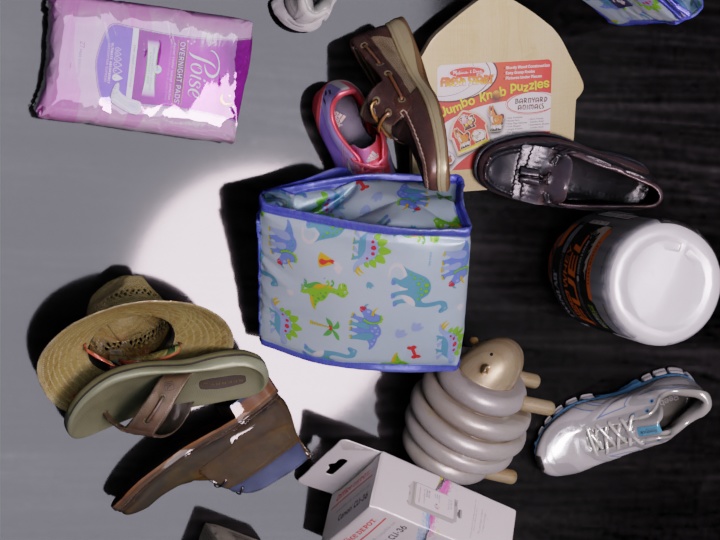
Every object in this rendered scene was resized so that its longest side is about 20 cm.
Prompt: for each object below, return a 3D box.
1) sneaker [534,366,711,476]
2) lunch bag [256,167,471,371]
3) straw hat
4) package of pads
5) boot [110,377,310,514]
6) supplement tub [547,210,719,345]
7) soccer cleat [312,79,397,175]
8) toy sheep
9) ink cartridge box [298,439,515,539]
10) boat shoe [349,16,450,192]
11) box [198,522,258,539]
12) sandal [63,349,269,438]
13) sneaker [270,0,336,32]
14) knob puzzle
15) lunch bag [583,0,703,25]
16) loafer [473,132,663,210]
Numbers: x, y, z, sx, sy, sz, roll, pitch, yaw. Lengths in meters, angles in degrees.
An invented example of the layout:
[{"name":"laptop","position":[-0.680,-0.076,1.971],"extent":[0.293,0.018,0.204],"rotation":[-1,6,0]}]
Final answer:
[{"name":"sneaker","position":[0.276,0.160,1.767],"extent":[0.199,0.087,0.075],"rotation":[-25,102,-10]},{"name":"lunch bag","position":[0.000,0.000,1.631],"extent":[0.199,0.128,0.171],"rotation":[-1,122,-4]},{"name":"straw hat","position":[-0.223,0.055,1.621],"extent":[0.200,0.202,0.085],"rotation":[-6,55,-14]},{"name":"package of pads","position":[-0.207,-0.193,1.617],"extent":[0.199,0.076,0.121],"rotation":[7,96,-15]},{"name":"boot","position":[-0.143,0.199,1.668],"extent":[0.200,0.075,0.097],"rotation":[-37,100,-10]},{"name":"supplement tub","position":[0.265,0.004,1.691],"extent":[0.122,0.200,0.123],"rotation":[-1,94,-13]},{"name":"soccer cleat","position":[0.011,-0.095,1.681],"extent":[0.066,0.076,0.201],"rotation":[-27,101,-11]},{"name":"toy sheep","position":[0.108,0.152,1.704],"extent":[0.137,0.138,0.201],"rotation":[17,114,-15]},{"name":"ink cartridge box","position":[0.040,0.251,1.691],"extent":[0.199,0.117,0.068],"rotation":[25,51,-14]},{"name":"boat shoe","position":[0.035,-0.153,1.614],"extent":[0.072,0.072,0.201],"rotation":[-15,61,-4]},{"name":"box","position":[-0.154,0.359,1.677],"extent":[0.068,0.082,0.201],"rotation":[21,91,-16]},{"name":"sandal","position":[-0.183,0.124,1.608],"extent":[0.200,0.080,0.058],"rotation":[-13,56,-5]},{"name":"sneaker","position":[-0.024,-0.330,1.650],"extent":[0.075,0.081,0.201],"rotation":[18,89,-13]},{"name":"knob puzzle","position":[0.130,-0.183,1.718],"extent":[0.218,0.030,0.221],"rotation":[-5,107,-16]},{"name":"lunch bag","position":[0.253,-0.334,1.674],"extent":[0.127,0.170,0.201],"rotation":[-30,103,-10]},{"name":"loafer","position":[0.215,-0.096,1.721],"extent":[0.199,0.063,0.072],"rotation":[6,105,-20]}]
